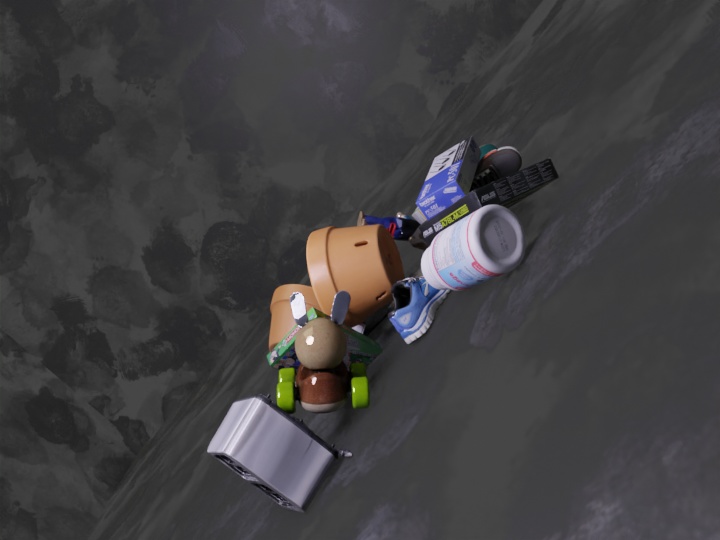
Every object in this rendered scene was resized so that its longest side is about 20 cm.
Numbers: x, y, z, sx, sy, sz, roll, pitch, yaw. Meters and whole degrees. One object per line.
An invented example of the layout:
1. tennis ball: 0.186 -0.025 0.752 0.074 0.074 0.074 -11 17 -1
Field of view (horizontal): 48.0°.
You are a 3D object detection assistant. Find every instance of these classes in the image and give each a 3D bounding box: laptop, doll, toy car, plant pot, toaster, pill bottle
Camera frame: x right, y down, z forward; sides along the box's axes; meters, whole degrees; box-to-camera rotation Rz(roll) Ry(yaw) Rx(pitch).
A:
1. laptop: 0.028 0.040 1.814 0.200 0.103 0.178 -44 9 13
2. doll: 0.093 -0.093 1.801 0.137 0.194 0.050 -102 24 -61
3. toy car: -0.070 0.136 1.428 0.159 0.206 0.158 -3 11 -3
4. plant pot: 0.000 0.000 1.579 0.137 0.204 0.201 -17 20 18
5. toaster: -0.143 0.303 1.351 0.120 0.180 0.199 -57 12 -22
6. pill bottle: 0.181 -0.029 1.353 0.109 0.108 0.199 -52 9 -26
7. plant pot: -0.140 0.147 1.971 0.199 0.197 0.143 -35 32 54

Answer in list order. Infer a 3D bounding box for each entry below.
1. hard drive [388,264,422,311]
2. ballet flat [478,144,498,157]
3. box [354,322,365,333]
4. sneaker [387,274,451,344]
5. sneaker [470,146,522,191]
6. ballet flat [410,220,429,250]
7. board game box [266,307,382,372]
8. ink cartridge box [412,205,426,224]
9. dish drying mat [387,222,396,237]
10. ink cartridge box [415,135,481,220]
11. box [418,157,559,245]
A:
1. hard drive: 0.142 0.007 1.649 0.201 0.027 0.132 -51 10 -12
2. ballet flat: 0.267 -0.219 1.860 0.063 0.067 0.201 -52 4 46
3. box: -0.036 0.134 1.760 0.200 0.059 0.119 -98 27 -79
4. sneaker: 0.110 0.036 1.491 0.078 0.089 0.201 -36 16 47
5. sneaker: 0.236 -0.167 1.585 0.198 0.078 0.082 -34 12 9
6. ballet flat: 0.149 -0.063 1.653 0.068 0.046 0.200 -54 14 -1
7. board game box: -0.065 0.159 1.544 0.135 0.199 0.029 -46 44 13
8. ink cartridge box: 0.204 -0.137 1.689 0.060 0.104 0.199 -54 11 -34
9. dish drying mat: 0.038 -0.021 1.751 0.201 0.018 0.078 114 173 -58
10. ink cartridge box: 0.172 -0.180 1.546 0.093 0.045 0.201 -29 20 30
11. box: 0.229 -0.122 1.462 0.197 0.048 0.193 -24 -7 -29
